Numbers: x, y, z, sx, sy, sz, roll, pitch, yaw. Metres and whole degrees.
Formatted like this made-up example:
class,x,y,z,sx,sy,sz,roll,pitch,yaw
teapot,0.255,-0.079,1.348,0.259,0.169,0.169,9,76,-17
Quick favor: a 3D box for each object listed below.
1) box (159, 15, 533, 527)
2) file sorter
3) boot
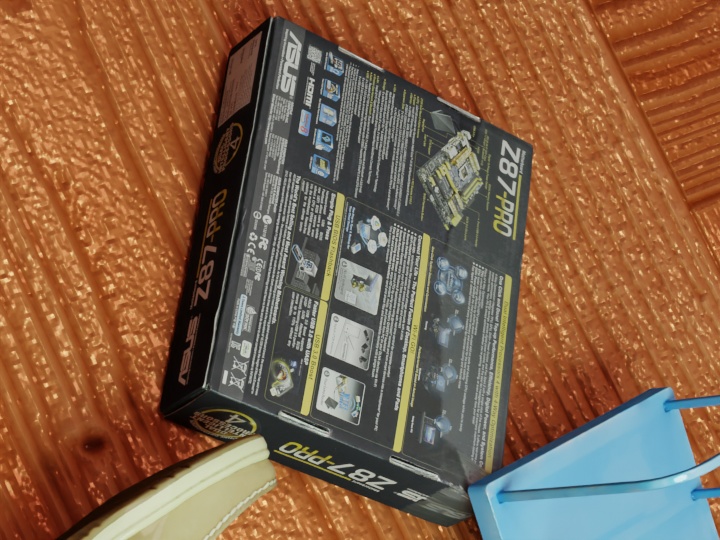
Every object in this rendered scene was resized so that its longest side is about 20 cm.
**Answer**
class,x,y,z,sx,sy,sz,roll,pitch,yaw
box,0.000,0.000,1.023,0.161,0.049,0.200,22,58,-25
file sorter,0.164,0.163,0.991,0.139,0.123,0.200,-23,97,-42
boot,-0.076,0.171,0.871,0.200,0.072,0.155,-38,93,-36
